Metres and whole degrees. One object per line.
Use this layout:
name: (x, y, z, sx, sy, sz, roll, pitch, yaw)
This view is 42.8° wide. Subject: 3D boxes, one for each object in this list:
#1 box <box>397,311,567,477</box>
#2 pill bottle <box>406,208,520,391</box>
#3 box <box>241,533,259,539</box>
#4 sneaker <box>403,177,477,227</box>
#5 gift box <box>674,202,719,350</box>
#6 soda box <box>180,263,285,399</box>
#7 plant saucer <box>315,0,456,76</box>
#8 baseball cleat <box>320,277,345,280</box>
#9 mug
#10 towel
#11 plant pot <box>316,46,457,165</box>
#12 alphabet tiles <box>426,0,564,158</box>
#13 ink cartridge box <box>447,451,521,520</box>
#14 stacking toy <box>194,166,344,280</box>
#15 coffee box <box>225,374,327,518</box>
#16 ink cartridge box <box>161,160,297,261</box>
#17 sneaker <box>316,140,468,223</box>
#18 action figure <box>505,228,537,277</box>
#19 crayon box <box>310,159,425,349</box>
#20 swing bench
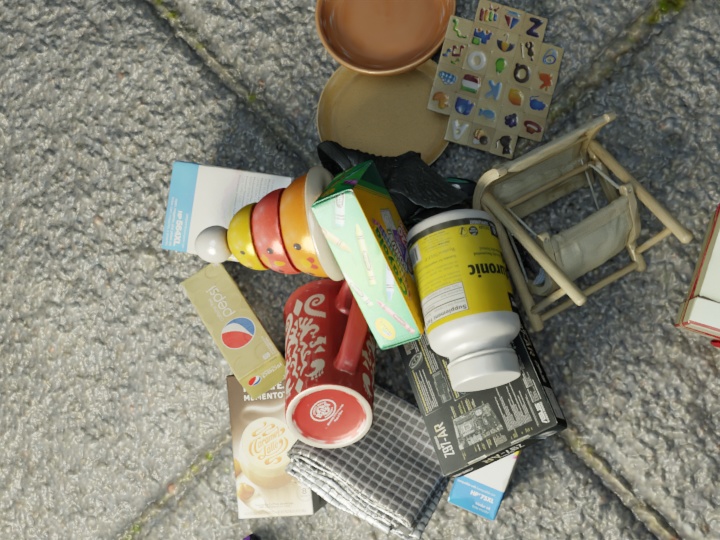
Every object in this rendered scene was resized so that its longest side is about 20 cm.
box: (0.145, 0.136, 1.148, 0.160, 0.044, 0.200, -31, 62, 21)
pill bottle: (0.127, 0.037, 1.094, 0.111, 0.111, 0.200, -16, 71, 12)
box: (-0.130, 0.481, 1.270, 0.200, 0.122, 0.106, 40, 96, 12)
sneaker: (0.070, -0.083, 1.283, 0.200, 0.074, 0.088, -2, 100, 23)
gift box: (0.503, 0.030, 1.113, 0.200, 0.185, 0.187, 19, 90, 19)
soda box: (-0.175, 0.079, 1.282, 0.068, 0.064, 0.200, -34, 55, -6)
plant saucer: (0.036, -0.363, 1.297, 0.200, 0.037, 0.201, -3, 76, 10)
baseball cleat: (0.000, 0.000, 1.261, 0.106, 0.070, 0.200, 20, 116, 24)
mug: (-0.042, 0.105, 1.181, 0.133, 0.200, 0.178, -4, 125, 3)
towel: (0.025, 0.245, 1.217, 0.200, 0.166, 0.086, 28, 136, 14)
plant pot: (0.038, -0.218, 1.297, 0.200, 0.027, 0.200, -2, 78, 9)
alphabet tiles: (0.186, -0.263, 1.261, 0.166, 0.006, 0.200, 14, 90, -7)
ink cartridge box: (0.185, 0.215, 1.212, 0.067, 0.116, 0.200, 21, 93, 13)
stacking toy: (-0.117, -0.043, 1.174, 0.200, 0.146, 0.146, -12, 85, 15)
coffee box: (-0.119, 0.240, 1.299, 0.114, 0.080, 0.200, -7, 86, 13)
ink cartridge box: (-0.156, -0.073, 1.296, 0.200, 0.129, 0.125, 10, 91, 13)
sneaker: (0.040, -0.124, 1.213, 0.104, 0.060, 0.200, -36, 63, -17)
action figure: (0.132, 0.011, 1.234, 0.200, 0.119, 0.102, -25, 44, 4)
crayon box: (0.020, -0.020, 1.117, 0.058, 0.119, 0.200, -20, 107, 21)
swing bench: (0.267, -0.065, 1.160, 0.199, 0.130, 0.200, -26, 80, -22)
